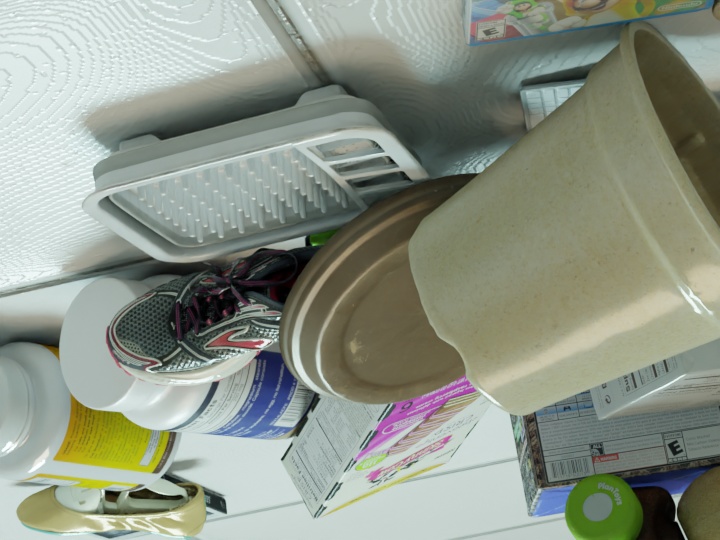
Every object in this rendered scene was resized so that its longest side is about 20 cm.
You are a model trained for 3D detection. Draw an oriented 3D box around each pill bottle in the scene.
[{"bbox_3d":[-0.243,0.118,1.600,0.109,0.110,0.199,-20,160,30],"label":"pill bottle"},{"bbox_3d":[-0.120,0.064,1.483,0.115,0.117,0.199,-22,158,36],"label":"pill bottle"}]

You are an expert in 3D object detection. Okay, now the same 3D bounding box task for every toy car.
[{"bbox_3d":[0.272,0.206,1.442,0.199,0.159,0.164,-25,147,9],"label":"toy car"}]

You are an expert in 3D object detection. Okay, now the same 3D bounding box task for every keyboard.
[{"bbox_3d":[0.140,-0.088,1.316,0.056,0.011,0.200,-11,163,5],"label":"keyboard"}]

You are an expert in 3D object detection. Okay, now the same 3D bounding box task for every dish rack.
[{"bbox_3d":[-0.061,-0.061,1.239,0.198,0.044,0.172,-14,163,13],"label":"dish rack"}]

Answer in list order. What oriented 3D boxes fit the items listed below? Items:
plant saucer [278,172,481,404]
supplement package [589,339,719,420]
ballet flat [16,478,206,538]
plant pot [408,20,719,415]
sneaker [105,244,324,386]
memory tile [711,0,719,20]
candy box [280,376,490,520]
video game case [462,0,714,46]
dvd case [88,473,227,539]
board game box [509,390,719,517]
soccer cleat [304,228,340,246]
[{"bbox_3d":[0.041,0.020,1.301,0.199,0.030,0.201,-20,141,-17],"label":"plant saucer"},{"bbox_3d":[0.259,0.011,1.432,0.199,0.157,0.111,-3,161,-31],"label":"supplement package"},{"bbox_3d":[-0.258,0.239,2.072,0.198,0.069,0.063,4,123,-15],"label":"ballet flat"},{"bbox_3d":[0.137,-0.013,1.166,0.183,0.202,0.200,-32,155,21],"label":"plant pot"},{"bbox_3d":[-0.081,0.020,1.337,0.198,0.081,0.075,-16,157,12],"label":"sneaker"},{"bbox_3d":[0.310,-0.171,1.130,0.199,0.017,0.153,-19,160,29],"label":"memory tile"},{"bbox_3d":[0.033,0.101,1.494,0.136,0.061,0.200,-20,158,-29],"label":"candy box"},{"bbox_3d":[0.125,-0.173,1.023,0.142,0.018,0.200,-9,163,-1],"label":"video game case"},{"bbox_3d":[-0.251,0.265,2.214,0.149,0.025,0.200,-14,163,12],"label":"dvd case"},{"bbox_3d":[0.191,0.073,1.531,0.158,0.202,0.097,-8,161,-3],"label":"board game box"},{"bbox_3d":[0.000,0.000,1.448,0.080,0.068,0.200,0,157,3],"label":"soccer cleat"}]
